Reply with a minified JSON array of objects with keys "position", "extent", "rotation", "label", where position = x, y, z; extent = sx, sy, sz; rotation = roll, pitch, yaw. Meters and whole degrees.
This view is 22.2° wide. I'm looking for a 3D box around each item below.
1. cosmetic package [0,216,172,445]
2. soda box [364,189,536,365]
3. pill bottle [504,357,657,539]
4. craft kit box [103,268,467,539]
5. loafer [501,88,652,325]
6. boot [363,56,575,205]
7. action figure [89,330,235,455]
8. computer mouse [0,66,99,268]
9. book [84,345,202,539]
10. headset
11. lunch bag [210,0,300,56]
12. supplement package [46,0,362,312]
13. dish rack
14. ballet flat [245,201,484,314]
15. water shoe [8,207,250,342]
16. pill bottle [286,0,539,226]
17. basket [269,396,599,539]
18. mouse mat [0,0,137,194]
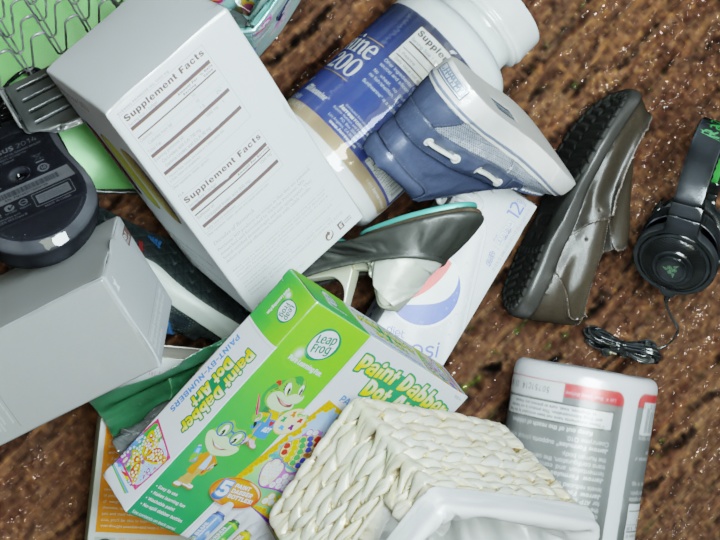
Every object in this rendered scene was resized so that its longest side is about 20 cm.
[{"position":[-0.239,0.054,1.301],"extent":[0.198,0.107,0.091],"rotation":[-23,114,12],"label":"cosmetic package"},{"position":[0.054,0.018,1.414],"extent":[0.063,0.068,0.201],"rotation":[32,85,-9],"label":"soda box"},{"position":[0.159,0.175,1.412],"extent":[0.113,0.114,0.202],"rotation":[10,89,-11],"label":"pill bottle"},{"position":[-0.048,0.116,1.297],"extent":[0.198,0.049,0.200],"rotation":[-50,139,7],"label":"craft kit box"},{"position":[0.180,-0.046,1.443],"extent":[0.071,0.073,0.201],"rotation":[26,92,-18],"label":"loafer"},{"position":[0.080,-0.084,1.342],"extent":[0.090,0.200,0.073],"rotation":[-39,55,14],"label":"boot"},{"position":[-0.084,0.085,1.325],"extent":[0.199,0.055,0.119],"rotation":[-34,120,-2],"label":"action figure"},{"position":[-0.237,-0.063,1.315],"extent":[0.137,0.201,0.053],"rotation":[-20,134,-9],"label":"computer mouse"},{"position":[-0.136,0.160,1.377],"extent":[0.132,0.048,0.202],"rotation":[6,99,-12],"label":"book"},{"position":[0.239,-0.023,1.434],"extent":[0.093,0.123,0.202],"rotation":[16,106,14],"label":"headset"},{"position":[-0.082,-0.259,1.334],"extent":[0.121,0.170,0.202],"rotation":[-3,91,-3],"label":"lunch bag"},{"position":[-0.108,-0.089,1.287],"extent":[0.109,0.114,0.201],"rotation":[-42,126,-10],"label":"supplement package"},{"position":[-0.225,-0.201,1.333],"extent":[0.153,0.055,0.201],"rotation":[-29,69,-10],"label":"dish rack"},{"position":[0.000,0.000,1.359],"extent":[0.198,0.068,0.069],"rotation":[-11,79,19],"label":"ballet flat"},{"position":[-0.168,0.016,1.382],"extent":[0.199,0.072,0.079],"rotation":[30,115,-14],"label":"water shoe"},{"position":[0.037,-0.138,1.388],"extent":[0.200,0.111,0.111],"rotation":[-43,98,-8],"label":"pill bottle"},{"position":[0.050,0.183,1.303],"extent":[0.199,0.124,0.136],"rotation":[16,117,-48],"label":"basket"},{"position":[-0.236,-0.138,1.388],"extent":[0.198,0.008,0.163],"rotation":[-1,91,-12],"label":"mouse mat"}]
